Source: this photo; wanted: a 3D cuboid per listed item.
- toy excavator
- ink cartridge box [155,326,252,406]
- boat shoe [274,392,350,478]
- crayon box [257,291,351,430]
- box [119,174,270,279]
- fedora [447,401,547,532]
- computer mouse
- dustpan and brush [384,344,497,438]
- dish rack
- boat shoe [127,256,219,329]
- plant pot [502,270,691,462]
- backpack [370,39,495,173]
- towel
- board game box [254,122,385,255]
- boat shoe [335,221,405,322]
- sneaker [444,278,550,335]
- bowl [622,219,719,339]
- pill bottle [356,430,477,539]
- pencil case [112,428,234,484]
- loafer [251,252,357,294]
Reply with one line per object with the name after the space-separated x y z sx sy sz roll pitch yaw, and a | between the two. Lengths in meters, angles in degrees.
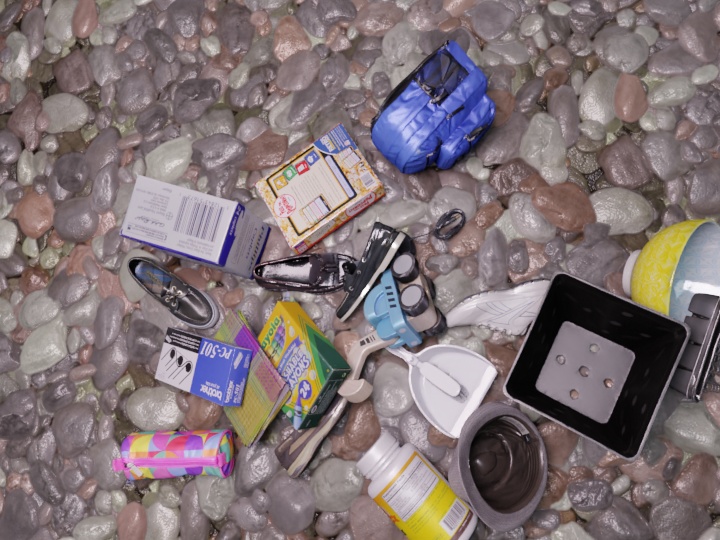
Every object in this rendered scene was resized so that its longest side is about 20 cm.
0.040 0.101 0.973 0.196 0.100 0.198 -27 50 17 | toy excavator
-0.274 0.163 1.001 0.196 0.044 0.097 7 82 38 | ink cartridge box
-0.079 0.255 0.994 0.073 0.075 0.202 35 86 11 | boat shoe
-0.115 0.145 0.971 0.200 0.051 0.127 45 113 34 | crayon box
-0.276 -0.067 1.002 0.179 0.200 0.108 16 85 9 | box
0.203 0.307 0.916 0.198 0.090 0.180 -29 86 -37 | fedora
0.101 -0.055 1.044 0.195 0.034 0.060 -23 63 -2 | computer mouse
0.114 0.170 0.987 0.198 0.057 0.142 31 89 30 | dustpan and brush
0.533 0.119 0.882 0.054 0.197 0.158 21 95 47 | dish rack
-0.350 0.041 1.068 0.197 0.057 0.070 33 86 11 | boat shoe
0.353 0.148 0.893 0.196 0.177 0.204 25 85 22 | plant pot
0.121 -0.259 1.002 0.199 0.163 0.169 -41 82 -1 | backpack
-0.200 0.182 0.990 0.200 0.022 0.145 47 114 33 | towel
-0.075 -0.149 1.057 0.197 0.046 0.153 -33 70 1 | board game box
-0.001 0.001 0.991 0.065 0.075 0.201 35 123 1 | boat shoe
0.239 0.073 0.984 0.194 0.074 0.090 -13 85 6 | sneaker
0.489 0.015 0.929 0.106 0.198 0.205 16 81 51 | bowl
0.087 0.362 0.938 0.109 0.109 0.200 -45 79 -1 | pill bottle
-0.319 0.322 1.010 0.194 0.088 0.091 -6 81 5 | pencil case
-0.099 0.005 1.039 0.194 0.063 0.074 -4 80 7 | loafer
